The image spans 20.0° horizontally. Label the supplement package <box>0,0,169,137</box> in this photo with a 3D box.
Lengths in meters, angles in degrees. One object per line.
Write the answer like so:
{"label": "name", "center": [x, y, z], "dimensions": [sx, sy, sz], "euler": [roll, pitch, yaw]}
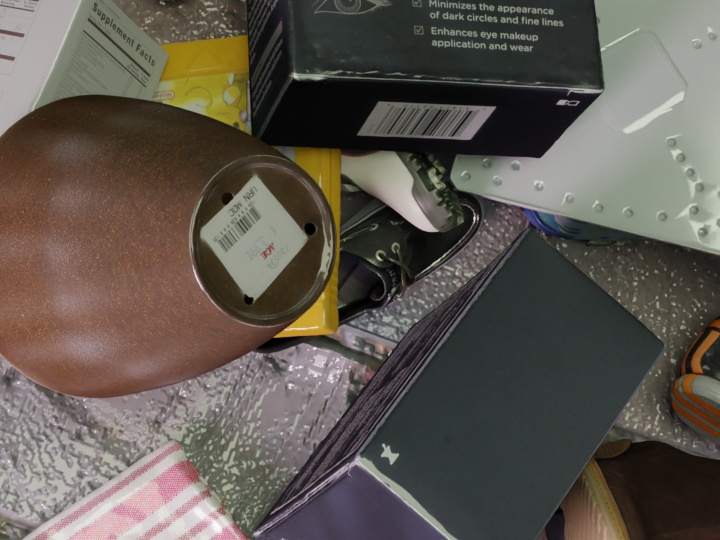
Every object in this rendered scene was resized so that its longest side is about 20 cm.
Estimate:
{"label": "supplement package", "center": [-0.224, -0.082, 1.301], "dimensions": [0.109, 0.114, 0.200], "euler": [13, 74, 27]}

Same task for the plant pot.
{"label": "plant pot", "center": [-0.106, -0.015, 1.171], "dimensions": [0.187, 0.200, 0.187], "euler": [0, 90, -33]}

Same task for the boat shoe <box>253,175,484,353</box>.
{"label": "boat shoe", "center": [0.000, 0.000, 1.361], "dimensions": [0.200, 0.066, 0.070], "euler": [-22, 118, -12]}

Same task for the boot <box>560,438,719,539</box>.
{"label": "boot", "center": [0.211, 0.152, 1.289], "dimensions": [0.166, 0.200, 0.073], "euler": [4, 103, -3]}

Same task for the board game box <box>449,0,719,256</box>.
{"label": "board game box", "center": [0.181, -0.122, 1.351], "dimensions": [0.200, 0.026, 0.200], "euler": [14, 80, 10]}

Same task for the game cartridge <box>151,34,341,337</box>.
{"label": "game cartridge", "center": [-0.098, -0.053, 1.335], "dimensions": [0.176, 0.032, 0.200], "euler": [-5, 76, 21]}

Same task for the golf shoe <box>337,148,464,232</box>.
{"label": "golf shoe", "center": [-0.012, -0.078, 1.363], "dimensions": [0.088, 0.077, 0.200], "euler": [-48, 60, 5]}

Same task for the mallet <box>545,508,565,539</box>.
{"label": "mallet", "center": [0.224, 0.184, 1.405], "dimensions": [0.200, 0.041, 0.066], "euler": [-6, 82, -16]}

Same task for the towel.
{"label": "towel", "center": [-0.122, 0.222, 1.310], "dimensions": [0.146, 0.030, 0.200], "euler": [-34, 75, -15]}

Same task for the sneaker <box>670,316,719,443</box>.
{"label": "sneaker", "center": [0.319, 0.095, 1.407], "dimensions": [0.200, 0.078, 0.112], "euler": [36, 63, -4]}

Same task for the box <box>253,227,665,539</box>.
{"label": "box", "center": [0.060, 0.109, 1.278], "dimensions": [0.123, 0.198, 0.200], "euler": [40, 62, -2]}

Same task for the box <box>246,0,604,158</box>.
{"label": "box", "center": [0.034, -0.184, 1.275], "dimensions": [0.196, 0.117, 0.200], "euler": [2, 72, -15]}

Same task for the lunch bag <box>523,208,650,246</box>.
{"label": "lunch bag", "center": [0.191, -0.119, 1.424], "dimensions": [0.160, 0.082, 0.200], "euler": [-3, 80, -11]}
